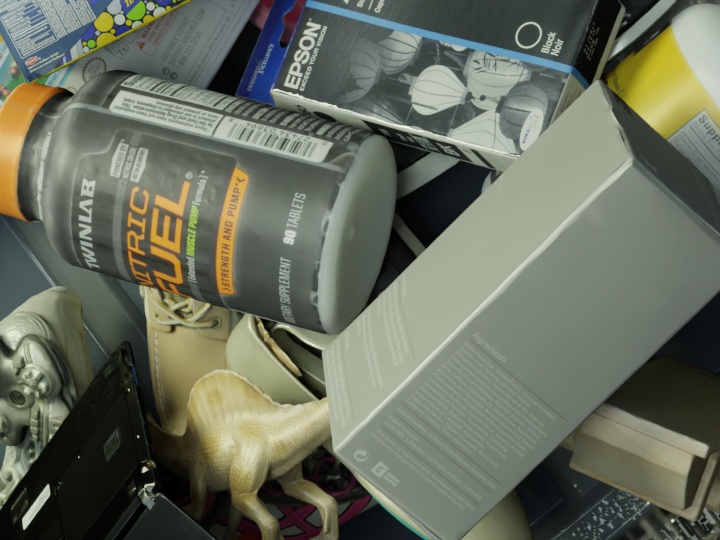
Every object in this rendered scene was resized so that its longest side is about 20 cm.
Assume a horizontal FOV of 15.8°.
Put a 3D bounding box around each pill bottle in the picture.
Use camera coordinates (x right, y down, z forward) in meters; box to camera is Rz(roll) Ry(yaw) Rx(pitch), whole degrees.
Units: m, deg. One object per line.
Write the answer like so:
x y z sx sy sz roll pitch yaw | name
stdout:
-0.090 -0.041 1.320 0.199 0.106 0.107 14 98 17 | pill bottle
0.166 -0.062 1.299 0.200 0.112 0.112 -40 79 19 | pill bottle

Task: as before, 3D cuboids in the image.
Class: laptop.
-0.117 0.173 1.339 0.103 0.200 0.177 26 113 -27 | laptop

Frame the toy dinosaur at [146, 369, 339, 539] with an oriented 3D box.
-0.050 0.097 1.322 0.199 0.058 0.102 -14 92 34 | toy dinosaur

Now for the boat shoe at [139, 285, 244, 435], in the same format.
-0.093 0.006 1.433 0.072 0.065 0.201 6 95 22 | boat shoe

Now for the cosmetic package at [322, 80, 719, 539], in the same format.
0.077 0.019 1.214 0.200 0.107 0.090 -42 111 16 | cosmetic package

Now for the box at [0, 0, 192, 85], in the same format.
-0.094 -0.171 1.322 0.199 0.070 0.065 -26 103 5 | box

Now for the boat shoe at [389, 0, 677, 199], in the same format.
0.077 -0.110 1.350 0.200 0.076 0.060 -34 94 19 | boat shoe

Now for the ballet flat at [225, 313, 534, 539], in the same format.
0.014 0.078 1.346 0.200 0.069 0.070 34 105 16 | ballet flat

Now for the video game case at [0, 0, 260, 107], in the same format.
-0.147 -0.163 1.372 0.182 0.024 0.201 31 100 -6 | video game case

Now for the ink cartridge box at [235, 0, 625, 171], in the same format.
0.026 -0.115 1.309 0.199 0.039 0.100 16 80 30 | ink cartridge box

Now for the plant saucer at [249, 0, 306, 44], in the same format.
0.004 -0.214 1.390 0.199 0.051 0.202 1 94 23 | plant saucer

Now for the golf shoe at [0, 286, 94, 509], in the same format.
-0.169 0.103 1.467 0.078 0.097 0.201 11 124 14 | golf shoe

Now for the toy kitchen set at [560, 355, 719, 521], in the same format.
0.143 0.149 1.293 0.199 0.163 0.181 23 101 20 | toy kitchen set

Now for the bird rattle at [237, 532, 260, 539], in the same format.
-0.089 0.239 1.422 0.200 0.113 0.163 -37 119 19 | bird rattle

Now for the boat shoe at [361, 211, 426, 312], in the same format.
0.000 0.000 1.382 0.063 0.073 0.200 -33 75 -10 | boat shoe

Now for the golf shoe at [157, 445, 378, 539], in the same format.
-0.051 0.123 1.426 0.199 0.092 0.073 -15 54 6 | golf shoe
